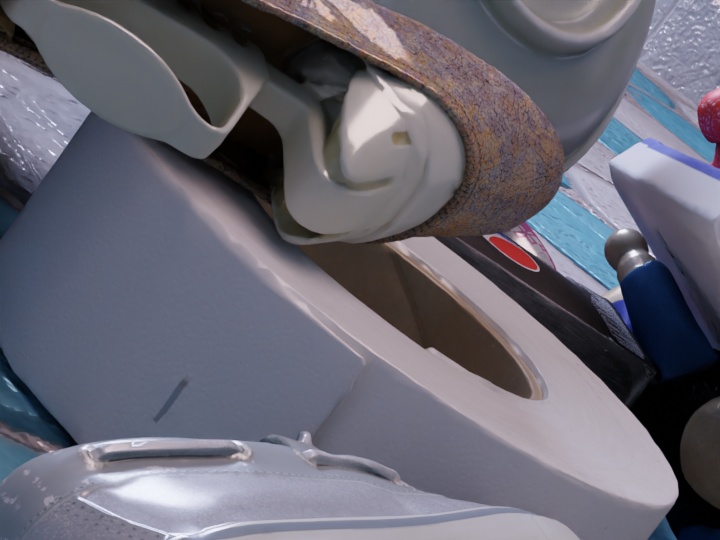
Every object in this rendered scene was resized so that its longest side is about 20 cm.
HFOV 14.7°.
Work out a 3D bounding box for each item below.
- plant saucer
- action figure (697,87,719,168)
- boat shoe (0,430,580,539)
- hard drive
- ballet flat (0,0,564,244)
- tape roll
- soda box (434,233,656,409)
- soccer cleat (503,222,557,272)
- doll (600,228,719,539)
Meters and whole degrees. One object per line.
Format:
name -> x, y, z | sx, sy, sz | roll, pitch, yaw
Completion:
plant saucer -> 0.052, -0.125, 0.937 | 0.050, 0.201, 0.200 | -3, -20, 41
action figure -> 0.179, 0.015, 1.059 | 0.201, 0.052, 0.065 | 57, 4, -20
boat shoe -> -0.012, 0.066, 0.637 | 0.072, 0.070, 0.200 | 46, 16, 25
hard drive -> 0.143, 0.022, 0.969 | 0.132, 0.025, 0.200 | 59, 0, -9
ballet flat -> -0.028, -0.045, 0.731 | 0.199, 0.068, 0.067 | 26, 33, -23
tape roll -> -0.009, 0.030, 0.793 | 0.202, 0.071, 0.203 | 36, 11, -8
soda box -> 0.000, 0.000, 0.939 | 0.199, 0.071, 0.063 | 33, 10, -21
soccer cleat -> -0.019, -0.028, 1.024 | 0.200, 0.070, 0.086 | 35, 13, 25
doll -> 0.114, 0.049, 1.019 | 0.200, 0.048, 0.137 | -126, -158, -80
